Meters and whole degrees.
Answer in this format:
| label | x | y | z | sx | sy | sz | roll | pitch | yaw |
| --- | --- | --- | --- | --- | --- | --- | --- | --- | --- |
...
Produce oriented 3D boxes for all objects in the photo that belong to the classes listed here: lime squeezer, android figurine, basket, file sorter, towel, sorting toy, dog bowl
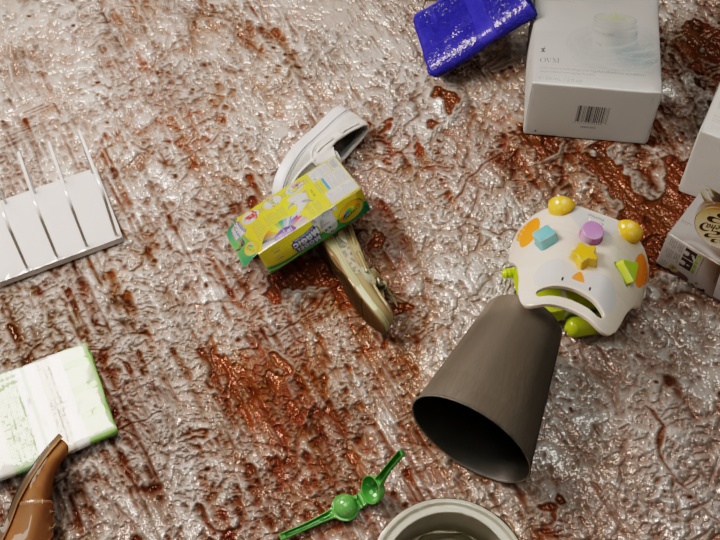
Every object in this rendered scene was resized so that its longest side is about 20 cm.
| label | x | y | z | sx | sy | sz | roll | pitch | yaw |
| --- | --- | --- | --- | --- | --- | --- | --- | --- | --- |
| lime squeezer | -0.010 | 0.293 | 1.412 | 0.199 | 0.071 | 0.038 | -36 | 78 | 13 |
| android figurine | 0.302 | 0.009 | 1.593 | 0.197 | 0.041 | 0.184 | -10 | 60 | -8 |
| basket | 0.180 | 0.142 | 1.460 | 0.180 | 0.136 | 0.201 | 39 | 55 | -13 |
| file sorter | -0.469 | -0.095 | 1.615 | 0.197 | 0.125 | 0.140 | -21 | 60 | -12 |
| towel | 0.177 | -0.409 | 1.783 | 0.198 | 0.049 | 0.149 | -31 | 44 | 20 |
| sorting toy | 0.291 | 0.008 | 1.488 | 0.197 | 0.108 | 0.181 | 19 | 45 | 8 |
| towel | -0.440 | 0.196 | 1.497 | 0.197 | 0.031 | 0.151 | -20 | 63 | -14 |
| dog bowl | 0.106 | 0.385 | 1.347 | 0.196 | 0.074 | 0.203 | 0 | 58 | 1 |

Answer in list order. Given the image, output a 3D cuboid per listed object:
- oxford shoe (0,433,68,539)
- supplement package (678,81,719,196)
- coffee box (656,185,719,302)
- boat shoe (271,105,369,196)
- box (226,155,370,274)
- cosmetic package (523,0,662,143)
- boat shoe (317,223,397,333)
| label | x | y | z | sx | sy | sz | roll | pitch | yaw |
| --- | --- | --- | --- | --- | --- | --- | --- | --- | --- |
| oxford shoe | -0.412 | 0.306 | 1.407 | 0.070 | 0.071 | 0.202 | 25 | 72 | -8 |
| supplement package | 0.607 | -0.200 | 1.657 | 0.189 | 0.148 | 0.201 | 23 | 61 | 14 |
| coffee box | 0.540 | -0.014 | 1.583 | 0.199 | 0.080 | 0.113 | 35 | 64 | 20 |
| boat shoe | -0.058 | -0.172 | 1.689 | 0.065 | 0.074 | 0.201 | 27 | 63 | 21 |
| box | -0.093 | -0.074 | 1.602 | 0.198 | 0.049 | 0.118 | -31 | 36 | -3 |
| cosmetic package | 0.362 | -0.323 | 1.751 | 0.196 | 0.124 | 0.203 | 5 | 57 | 3 |
| boat shoe | 0.000 | 0.000 | 1.583 | 0.062 | 0.074 | 0.201 | -26 | 61 | -12 |
